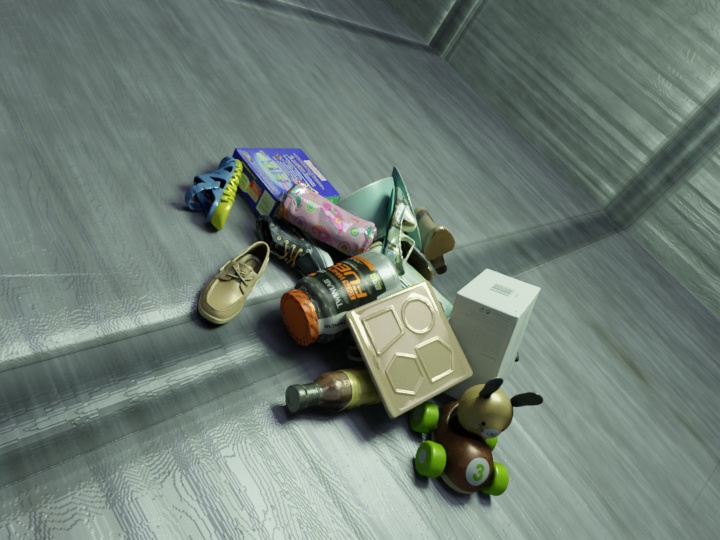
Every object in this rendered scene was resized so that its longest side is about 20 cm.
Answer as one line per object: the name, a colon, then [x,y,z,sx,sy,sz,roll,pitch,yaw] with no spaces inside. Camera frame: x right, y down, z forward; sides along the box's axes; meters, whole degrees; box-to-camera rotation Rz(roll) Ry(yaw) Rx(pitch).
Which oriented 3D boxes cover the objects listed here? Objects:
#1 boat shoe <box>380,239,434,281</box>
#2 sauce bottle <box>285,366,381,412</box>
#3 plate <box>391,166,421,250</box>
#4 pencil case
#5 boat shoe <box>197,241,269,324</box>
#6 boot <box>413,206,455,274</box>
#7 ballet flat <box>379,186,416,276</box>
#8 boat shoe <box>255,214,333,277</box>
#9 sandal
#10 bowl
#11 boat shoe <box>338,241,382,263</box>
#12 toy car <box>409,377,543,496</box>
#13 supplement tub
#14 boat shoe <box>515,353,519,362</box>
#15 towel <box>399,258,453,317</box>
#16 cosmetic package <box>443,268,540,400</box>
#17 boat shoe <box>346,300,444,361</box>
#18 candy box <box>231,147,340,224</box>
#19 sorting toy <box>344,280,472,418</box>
boat shoe: [0.094,-0.045,1.326,0.200,0.072,0.076,48,18,3]
sauce bottle: [-0.031,0.193,0.906,0.198,0.066,0.066,1,47,-41]
plate: [0.098,-0.139,1.289,0.025,0.201,0.201,-18,49,0]
pencil case: [-0.066,-0.098,1.096,0.199,0.088,0.088,31,33,-4]
boat shoe: [-0.212,0.013,0.952,0.071,0.065,0.201,32,33,-8]
boot: [0.159,-0.088,1.288,0.069,0.201,0.147,-16,58,-4]
ballet flat: [0.077,-0.074,1.109,0.074,0.074,0.202,23,63,-21]
boat shoe: [-0.131,-0.034,1.089,0.090,0.071,0.201,0,41,-43]
sandal: [-0.286,-0.168,1.096,0.086,0.080,0.201,21,35,-17]
bowl: [0.007,-0.108,1.218,0.200,0.200,0.106,-27,87,-54]
boat shoe: [0.000,0.000,1.172,0.069,0.075,0.200,52,39,3]
toy car: [0.204,0.255,0.926,0.163,0.201,0.159,23,35,-21]
supplement tub: [-0.034,0.050,0.993,0.199,0.123,0.123,-23,64,-33]
boat shoe: [0.293,0.136,1.287,0.092,0.075,0.202,19,45,-37]
towel: [0.118,0.045,1.185,0.171,0.048,0.200,47,15,7]
cosmetic package: [0.243,0.127,1.087,0.122,0.202,0.199,21,22,23]
boat shoe: [0.064,0.108,1.025,0.198,0.060,0.072,-16,29,-13]
candy box: [-0.167,-0.189,1.231,0.199,0.077,0.169,-14,57,-49]
sorting toy: [0.082,0.129,0.955,0.198,0.036,0.187,-19,78,-33]
